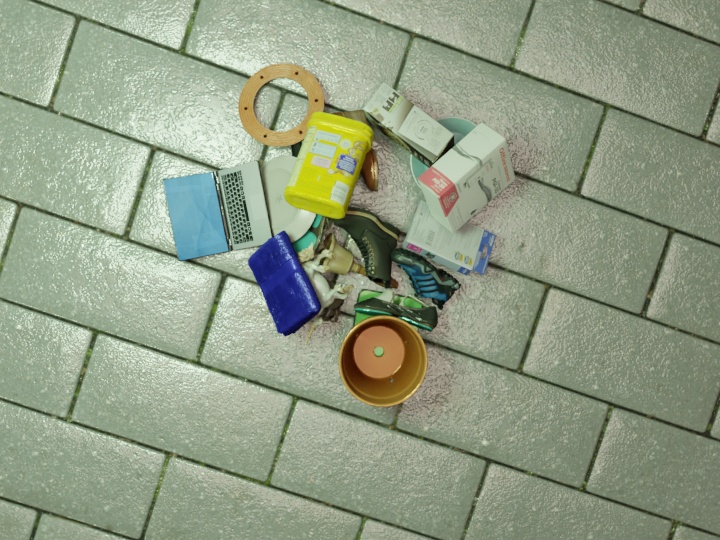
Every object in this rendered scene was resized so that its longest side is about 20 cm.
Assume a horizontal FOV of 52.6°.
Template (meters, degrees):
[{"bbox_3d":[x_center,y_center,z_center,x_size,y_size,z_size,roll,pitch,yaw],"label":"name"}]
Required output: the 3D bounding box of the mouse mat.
[{"bbox_3d":[0.057,0.154,1.734,0.159,0.008,0.203,10,92,-4],"label":"mouse mat"}]

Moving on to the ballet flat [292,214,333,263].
[{"bbox_3d":[-0.098,-0.091,1.651,0.068,0.075,0.202,37,107,35],"label":"ballet flat"}]

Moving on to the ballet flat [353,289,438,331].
[{"bbox_3d":[0.086,0.087,1.696,0.198,0.068,0.069,15,76,3],"label":"ballet flat"}]

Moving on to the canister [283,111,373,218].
[{"bbox_3d":[-0.069,-0.225,1.568,0.147,0.087,0.202,16,70,8],"label":"canister"}]

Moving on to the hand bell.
[{"bbox_3d":[0.000,0.000,1.694,0.198,0.104,0.105,24,92,-16],"label":"hand bell"}]

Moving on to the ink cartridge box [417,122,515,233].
[{"bbox_3d":[0.238,-0.205,1.614,0.200,0.147,0.083,-41,53,-6],"label":"ink cartridge box"}]

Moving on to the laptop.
[{"bbox_3d":[-0.319,-0.134,1.640,0.198,0.116,0.190,-8,95,33],"label":"laptop"}]

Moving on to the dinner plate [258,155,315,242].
[{"bbox_3d":[-0.181,-0.160,1.645,0.198,0.024,0.203,-1,89,29],"label":"dinner plate"}]

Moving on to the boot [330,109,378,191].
[{"bbox_3d":[-0.044,-0.262,1.669,0.153,0.077,0.202,-15,92,-3],"label":"boot"}]

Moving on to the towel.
[{"bbox_3d":[-0.174,0.032,1.607,0.147,0.049,0.201,-40,72,42],"label":"towel"}]

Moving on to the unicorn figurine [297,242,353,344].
[{"bbox_3d":[-0.089,0.043,1.618,0.137,0.074,0.202,-23,87,37],"label":"unicorn figurine"}]

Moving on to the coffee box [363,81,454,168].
[{"bbox_3d":[0.111,-0.319,1.637,0.199,0.113,0.080,38,91,9],"label":"coffee box"}]

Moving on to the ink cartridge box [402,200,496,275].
[{"bbox_3d":[0.207,-0.069,1.689,0.198,0.042,0.120,23,62,-2],"label":"ink cartridge box"}]

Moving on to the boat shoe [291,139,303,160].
[{"bbox_3d":[-0.145,-0.202,1.670,0.062,0.074,0.204,-4,98,-11],"label":"boat shoe"}]

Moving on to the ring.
[{"bbox_3d":[-0.180,-0.376,1.663,0.198,0.019,0.203,-1,79,3],"label":"ring"}]

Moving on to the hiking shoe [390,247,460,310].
[{"bbox_3d":[0.142,0.021,1.675,0.199,0.074,0.087,30,98,-25],"label":"hiking shoe"}]

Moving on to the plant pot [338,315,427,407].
[{"bbox_3d":[0.046,0.197,1.662,0.197,0.140,0.203,0,93,-4],"label":"plant pot"}]

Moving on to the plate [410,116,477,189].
[{"bbox_3d":[0.214,-0.258,1.710,0.197,0.026,0.203,0,94,-2],"label":"plate"}]

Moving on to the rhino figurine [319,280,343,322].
[{"bbox_3d":[-0.127,0.045,1.691,0.198,0.060,0.088,24,97,-5],"label":"rhino figurine"}]

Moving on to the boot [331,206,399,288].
[{"bbox_3d":[0.010,-0.051,1.627,0.199,0.077,0.140,19,69,-36],"label":"boot"}]
